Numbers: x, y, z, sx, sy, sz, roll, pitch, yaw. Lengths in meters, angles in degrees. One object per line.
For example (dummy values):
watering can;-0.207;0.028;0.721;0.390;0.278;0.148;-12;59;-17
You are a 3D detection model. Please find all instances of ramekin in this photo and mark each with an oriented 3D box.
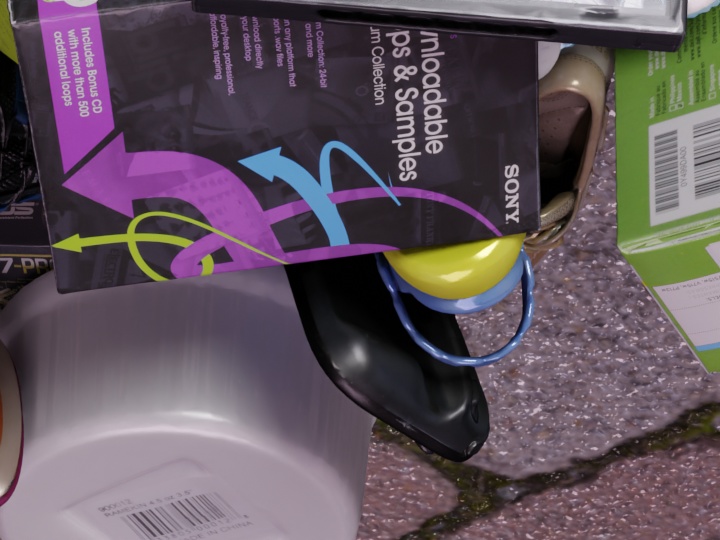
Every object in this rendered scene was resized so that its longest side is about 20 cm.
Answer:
ramekin;-0.088;0.087;1.441;0.199;0.098;0.201;1;142;1

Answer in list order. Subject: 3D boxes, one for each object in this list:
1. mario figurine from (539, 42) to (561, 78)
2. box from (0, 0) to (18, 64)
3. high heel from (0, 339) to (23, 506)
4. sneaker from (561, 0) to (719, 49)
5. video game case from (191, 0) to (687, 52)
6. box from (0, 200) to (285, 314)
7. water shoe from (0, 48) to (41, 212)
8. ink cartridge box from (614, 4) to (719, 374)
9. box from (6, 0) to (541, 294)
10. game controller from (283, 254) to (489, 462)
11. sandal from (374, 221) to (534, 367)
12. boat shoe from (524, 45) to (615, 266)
mario figurine;0.016;-0.124;1.195;0.199;0.106;0.124;-18;93;17
box;-0.155;-0.142;1.202;0.048;0.200;0.122;-41;140;-15
high heel;-0.209;0.057;1.425;0.067;0.201;0.096;-12;140;-18
sneaker;0.062;-0.132;1.261;0.199;0.077;0.081;-21;127;19
video game case;0.035;-0.186;1.091;0.179;0.201;0.026;5;165;-2
box;-0.100;0.022;1.478;0.199;0.049;0.162;0;144;4
water shoe;-0.137;-0.061;1.270;0.079;0.200;0.072;24;115;12
ink cartridge box;0.188;-0.018;1.325;0.075;0.148;0.200;-16;138;23
box;-0.029;-0.063;1.141;0.199;0.036;0.144;-9;134;-4
game controller;0.000;0.000;1.326;0.104;0.201;0.042;24;120;-33
sandal;0.030;-0.027;1.287;0.079;0.200;0.087;-16;125;2
boat shoe;0.072;-0.043;1.370;0.072;0.065;0.200;11;141;-9
